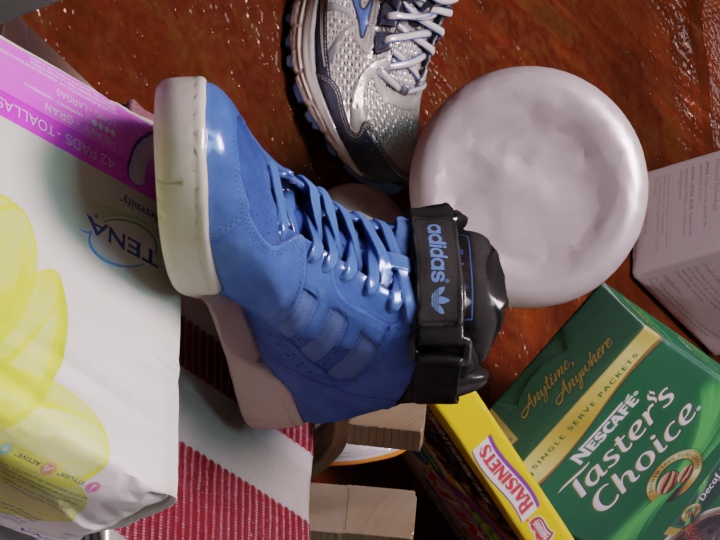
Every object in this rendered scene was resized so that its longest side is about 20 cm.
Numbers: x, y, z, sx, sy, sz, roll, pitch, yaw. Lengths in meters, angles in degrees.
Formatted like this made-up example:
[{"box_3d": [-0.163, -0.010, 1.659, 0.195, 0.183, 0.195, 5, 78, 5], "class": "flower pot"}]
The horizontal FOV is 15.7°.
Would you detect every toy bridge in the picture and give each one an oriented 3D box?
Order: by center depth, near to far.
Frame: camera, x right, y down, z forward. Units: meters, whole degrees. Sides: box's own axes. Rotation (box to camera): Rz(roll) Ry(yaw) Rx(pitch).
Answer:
[{"box_3d": [-0.009, 0.108, 1.131, 0.200, 0.067, 0.027, 93, 3, -52], "class": "toy bridge"}]

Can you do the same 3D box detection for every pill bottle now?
[{"box_3d": [0.086, -0.040, 1.315, 0.200, 0.116, 0.117, -8, 81, -86], "class": "pill bottle"}]

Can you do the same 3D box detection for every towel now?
[{"box_3d": [-0.061, 0.051, 1.012, 0.144, 0.023, 0.201, 37, 46, -49], "class": "towel"}]

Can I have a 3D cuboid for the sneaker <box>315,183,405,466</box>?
[{"box_3d": [0.000, 0.000, 1.189, 0.200, 0.075, 0.092, -91, 179, -59], "class": "sneaker"}]

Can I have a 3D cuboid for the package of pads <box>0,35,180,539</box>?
[{"box_3d": [-0.143, -0.006, 0.869, 0.200, 0.068, 0.155, 28, 51, -42], "class": "package of pads"}]

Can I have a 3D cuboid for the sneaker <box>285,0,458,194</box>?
[{"box_3d": [0.012, -0.140, 1.327, 0.077, 0.085, 0.201, 15, 64, -56], "class": "sneaker"}]

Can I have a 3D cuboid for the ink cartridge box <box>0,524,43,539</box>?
[{"box_3d": [-0.120, 0.161, 0.958, 0.200, 0.083, 0.146, 37, 45, -44], "class": "ink cartridge box"}]

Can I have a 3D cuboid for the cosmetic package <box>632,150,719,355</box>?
[{"box_3d": [0.278, -0.026, 1.595, 0.113, 0.199, 0.081, 42, 42, -42], "class": "cosmetic package"}]

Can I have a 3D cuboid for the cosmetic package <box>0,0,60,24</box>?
[{"box_3d": [-0.156, -0.204, 0.967, 0.123, 0.199, 0.200, 27, 54, -51], "class": "cosmetic package"}]

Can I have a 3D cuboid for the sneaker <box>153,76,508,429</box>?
[{"box_3d": [-0.005, -0.008, 0.939, 0.200, 0.111, 0.077, 72, 15, -54], "class": "sneaker"}]

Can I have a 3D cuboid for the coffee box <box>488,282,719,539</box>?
[{"box_3d": [0.150, 0.095, 1.404, 0.200, 0.123, 0.044, 34, 11, -48], "class": "coffee box"}]

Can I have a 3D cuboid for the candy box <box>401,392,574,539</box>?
[{"box_3d": [0.063, 0.114, 1.278, 0.026, 0.102, 0.200, -40, 117, -13], "class": "candy box"}]

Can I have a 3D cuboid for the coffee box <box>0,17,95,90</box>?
[{"box_3d": [-0.119, 0.004, 1.042, 0.200, 0.080, 0.113, 45, 41, -39], "class": "coffee box"}]
